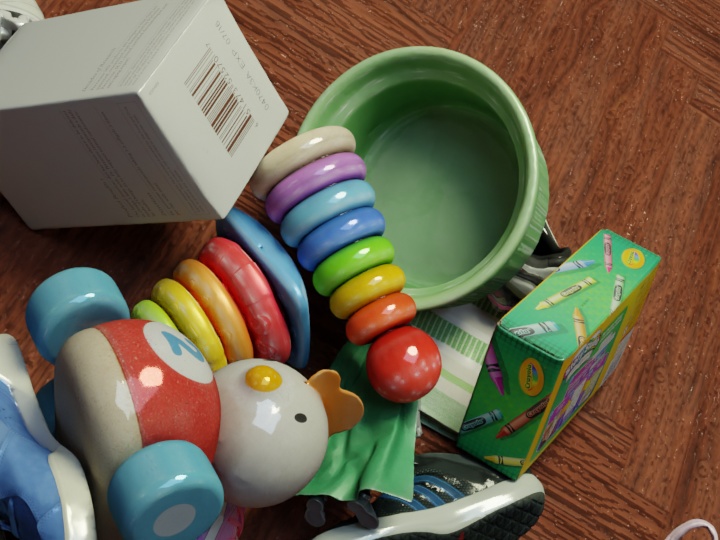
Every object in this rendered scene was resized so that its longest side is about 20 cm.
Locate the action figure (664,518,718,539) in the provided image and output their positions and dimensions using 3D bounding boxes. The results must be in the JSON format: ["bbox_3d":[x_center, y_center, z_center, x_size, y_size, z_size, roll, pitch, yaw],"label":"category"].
[{"bbox_3d":[0.300,0.317,0.947,0.200,0.134,0.149,42,11,-12],"label":"action figure"}]

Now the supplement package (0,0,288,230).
[{"bbox_3d":[-0.175,-0.112,0.882,0.117,0.199,0.118,59,44,-37],"label":"supplement package"}]

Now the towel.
[{"bbox_3d":[0.079,0.040,1.030,0.152,0.023,0.201,29,55,-7],"label":"towel"}]

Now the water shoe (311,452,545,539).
[{"bbox_3d":[0.041,0.183,0.919,0.199,0.072,0.079,-9,39,-26],"label":"water shoe"}]

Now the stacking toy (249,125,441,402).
[{"bbox_3d":[0.000,0.000,0.877,0.085,0.085,0.201,-22,78,-32],"label":"stacking toy"}]

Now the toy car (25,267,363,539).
[{"bbox_3d":[-0.087,0.095,0.771,0.199,0.178,0.185,-14,46,-27],"label":"toy car"}]

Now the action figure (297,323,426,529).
[{"bbox_3d":[0.008,0.099,0.912,0.117,0.055,0.201,0,42,20],"label":"action figure"}]

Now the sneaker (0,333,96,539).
[{"bbox_3d":[-0.230,0.118,0.708,0.111,0.077,0.200,-10,45,-30],"label":"sneaker"}]

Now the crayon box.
[{"bbox_3d":[0.158,0.061,0.961,0.058,0.119,0.200,29,36,21],"label":"crayon box"}]

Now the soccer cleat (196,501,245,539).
[{"bbox_3d":[-0.107,0.187,0.843,0.076,0.067,0.201,4,58,-27],"label":"soccer cleat"}]

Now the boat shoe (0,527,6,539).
[{"bbox_3d":[-0.271,0.124,0.799,0.072,0.071,0.201,-21,73,-31],"label":"boat shoe"}]

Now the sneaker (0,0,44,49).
[{"bbox_3d":[-0.343,-0.195,0.956,0.199,0.075,0.081,3,48,-25],"label":"sneaker"}]

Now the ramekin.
[{"bbox_3d":[0.052,-0.064,0.954,0.201,0.199,0.098,62,16,17],"label":"ramekin"}]

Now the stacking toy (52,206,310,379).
[{"bbox_3d":[-0.139,0.055,0.889,0.199,0.110,0.116,-31,62,-23],"label":"stacking toy"}]

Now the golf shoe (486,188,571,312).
[{"bbox_3d":[0.108,-0.063,1.030,0.072,0.092,0.200,-24,72,-35],"label":"golf shoe"}]
